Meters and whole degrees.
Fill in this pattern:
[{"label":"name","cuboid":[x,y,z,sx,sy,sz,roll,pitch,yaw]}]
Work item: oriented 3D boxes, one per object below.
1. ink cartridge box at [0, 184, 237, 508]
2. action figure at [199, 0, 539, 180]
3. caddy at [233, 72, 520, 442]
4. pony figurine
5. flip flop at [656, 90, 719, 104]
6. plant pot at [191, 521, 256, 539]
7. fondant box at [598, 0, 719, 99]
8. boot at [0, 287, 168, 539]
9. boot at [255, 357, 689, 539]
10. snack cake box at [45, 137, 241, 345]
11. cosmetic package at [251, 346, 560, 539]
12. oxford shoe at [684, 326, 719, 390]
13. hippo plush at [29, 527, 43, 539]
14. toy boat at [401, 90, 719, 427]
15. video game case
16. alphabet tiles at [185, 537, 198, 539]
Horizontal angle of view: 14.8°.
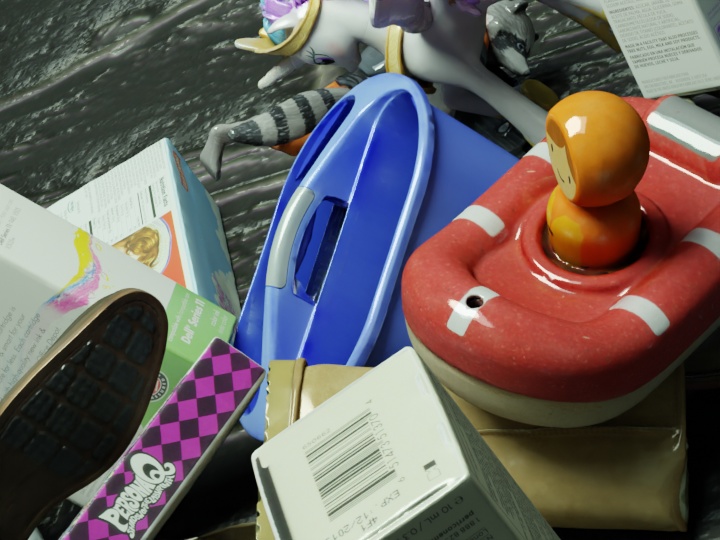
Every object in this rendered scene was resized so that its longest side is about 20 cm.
[{"label":"ink cartridge box","cuboid":[-0.180,0.031,1.447,0.117,0.199,0.067,-56,9,29]},{"label":"action figure","cuboid":[0.029,-0.087,1.554,0.193,0.105,0.200,-38,36,-15]},{"label":"caddy","cuboid":[0.000,0.000,1.420,0.141,0.105,0.201,-1,68,59]},{"label":"pony figurine","cuboid":[0.049,-0.149,1.452,0.167,0.199,0.194,-78,7,-54]},{"label":"flip flop","cuboid":[0.187,-0.068,1.427,0.057,0.081,0.200,-19,29,1]},{"label":"plant pot","cuboid":[-0.077,0.208,1.341,0.199,0.028,0.201,-24,37,19]},{"label":"fondant box","cuboid":[0.157,-0.209,1.395,0.058,0.201,0.144,-7,29,41]},{"label":"boot","cuboid":[-0.176,0.081,1.367,0.200,0.075,0.097,-55,37,-1]},{"label":"boot","cuboid":[0.053,0.110,1.285,0.199,0.066,0.176,-1,64,5]},{"label":"snack cake box","cuboid":[-0.132,0.022,1.611,0.115,0.067,0.200,-29,34,9]},{"label":"cosmetic package","cuboid":[0.048,0.144,1.172,0.087,0.200,0.103,-34,32,6]},{"label":"oxford shoe","cuboid":[0.137,0.002,1.377,0.071,0.074,0.200,-46,34,-13]},{"label":"hippo plush","cuboid":[-0.232,0.119,1.490,0.161,0.200,0.160,27,78,41]},{"label":"toy boat","cuboid":[0.106,-0.026,1.268,0.130,0.131,0.200,29,56,31]},{"label":"video game case","cuboid":[-0.133,0.145,1.317,0.200,0.036,0.181,-54,0,-37]},{"label":"alphabet tiles","cuboid":[-0.099,0.212,1.395,0.195,0.015,0.201,-14,39,31]}]
